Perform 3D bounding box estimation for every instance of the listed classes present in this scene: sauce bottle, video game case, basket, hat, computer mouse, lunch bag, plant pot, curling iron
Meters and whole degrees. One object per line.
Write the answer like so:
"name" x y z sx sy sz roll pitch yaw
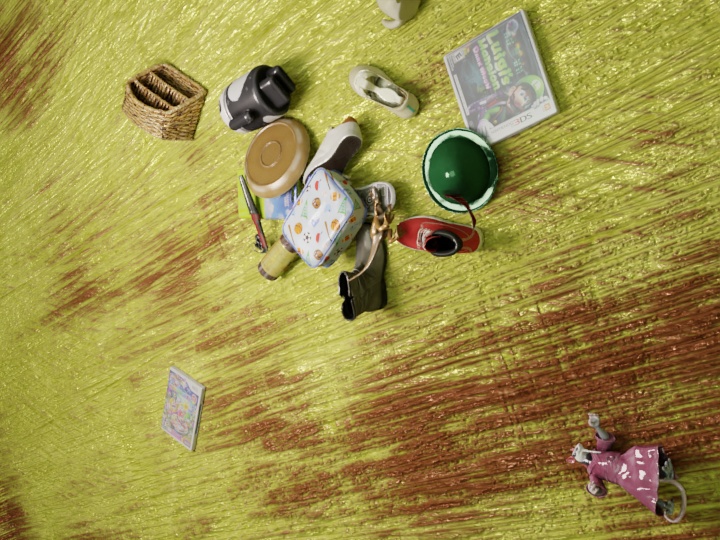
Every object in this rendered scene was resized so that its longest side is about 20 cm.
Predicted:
"sauce bottle" -0.171 -0.058 1.578 0.200 0.064 0.065 -45 71 31
"video game case" 0.264 -0.356 1.255 0.179 0.023 0.204 -21 83 35
"basket" -0.528 -0.451 1.737 0.199 0.142 0.151 38 116 25
"hat" 0.157 -0.174 1.245 0.197 0.175 0.170 -1 105 39
"computer mouse" 0.008 -0.147 1.454 0.197 0.043 0.113 -2 88 40
"lunch bag" -0.080 -0.119 1.443 0.161 0.075 0.201 49 117 25
"plant pot" -0.205 -0.271 1.556 0.196 0.027 0.205 -11 69 30
"video game case" -0.515 0.398 1.909 0.141 0.018 0.205 24 109 32
"curling iron" -0.264 -0.132 1.601 0.049 0.026 0.204 1 116 33

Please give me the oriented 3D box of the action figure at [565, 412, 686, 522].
"action figure" 0.463 0.346 1.175 0.198 0.148 0.137 3 68 53

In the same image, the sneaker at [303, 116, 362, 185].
"sneaker" -0.061 -0.265 1.486 0.199 0.072 0.086 -39 43 38

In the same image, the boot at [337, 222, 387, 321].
"boot" 0.000 0.000 1.422 0.067 0.130 0.205 -6 92 35

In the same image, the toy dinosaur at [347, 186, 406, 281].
"toy dinosaur" 0.039 -0.073 1.362 0.105 0.059 0.205 -12 64 55

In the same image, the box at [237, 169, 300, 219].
"box" -0.216 -0.186 1.604 0.196 0.047 0.125 5 99 35

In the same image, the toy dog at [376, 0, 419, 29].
"toy dog" 0.056 -0.614 1.322 0.201 0.138 0.195 52 157 17

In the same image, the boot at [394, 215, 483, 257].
"boot" 0.128 -0.066 1.315 0.197 0.143 0.074 8 102 35

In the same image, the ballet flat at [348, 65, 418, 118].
"ballet flat" 0.037 -0.383 1.388 0.198 0.069 0.071 34 114 28

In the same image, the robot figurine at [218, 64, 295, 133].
"robot figurine" -0.245 -0.401 1.541 0.197 0.149 0.128 -16 92 39
